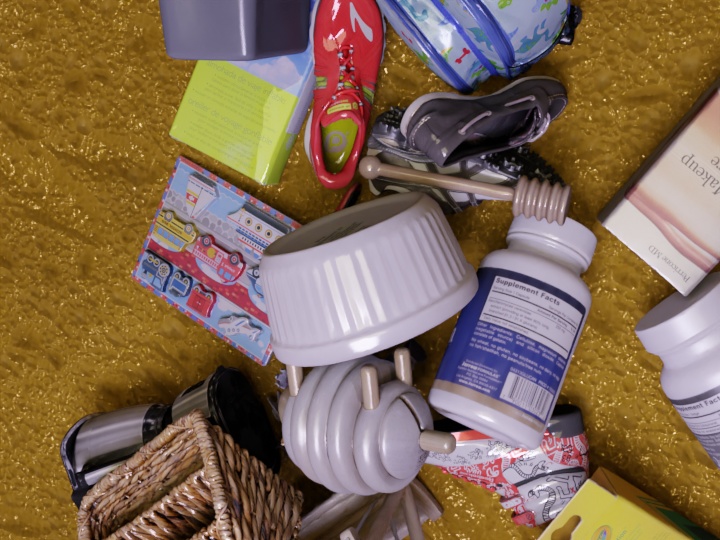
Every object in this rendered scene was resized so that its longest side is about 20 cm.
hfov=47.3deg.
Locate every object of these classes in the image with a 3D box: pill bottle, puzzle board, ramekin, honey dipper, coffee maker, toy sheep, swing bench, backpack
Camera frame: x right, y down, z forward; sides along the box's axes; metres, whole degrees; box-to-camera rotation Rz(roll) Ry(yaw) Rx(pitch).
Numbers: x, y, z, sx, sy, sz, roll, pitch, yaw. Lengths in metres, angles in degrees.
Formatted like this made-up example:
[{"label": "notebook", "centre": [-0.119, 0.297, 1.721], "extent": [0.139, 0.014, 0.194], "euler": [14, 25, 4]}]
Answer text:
[{"label": "pill bottle", "centre": [0.342, 0.109, 0.731], "extent": [0.115, 0.116, 0.201], "euler": [-36, 86, 16]}, {"label": "puzzle board", "centre": [-0.150, -0.013, 0.882], "extent": [0.198, 0.017, 0.153], "euler": [30, 104, 20]}, {"label": "ramekin", "centre": [0.000, 0.000, 0.741], "extent": [0.199, 0.203, 0.096], "euler": [-16, 103, 16]}, {"label": "pill bottle", "centre": [0.146, 0.051, 0.758], "extent": [0.110, 0.111, 0.202], "euler": [21, 78, 11]}, {"label": "honey dipper", "centre": [0.090, -0.080, 0.748], "extent": [0.197, 0.038, 0.039], "euler": [14, 100, 17]}, {"label": "coffee maker", "centre": [-0.191, 0.219, 0.894], "extent": [0.197, 0.135, 0.194], "euler": [-18, 118, 17]}, {"label": "toy sheep", "centre": [0.000, 0.137, 0.747], "extent": [0.198, 0.137, 0.141], "euler": [5, 99, 44]}, {"label": "swing bench", "centre": [-0.027, 0.303, 0.802], "extent": [0.198, 0.201, 0.130], "euler": [-39, 107, 15]}, {"label": "backpack", "centre": [0.092, -0.248, 0.707], "extent": [0.147, 0.200, 0.184], "euler": [-40, 86, 10]}]

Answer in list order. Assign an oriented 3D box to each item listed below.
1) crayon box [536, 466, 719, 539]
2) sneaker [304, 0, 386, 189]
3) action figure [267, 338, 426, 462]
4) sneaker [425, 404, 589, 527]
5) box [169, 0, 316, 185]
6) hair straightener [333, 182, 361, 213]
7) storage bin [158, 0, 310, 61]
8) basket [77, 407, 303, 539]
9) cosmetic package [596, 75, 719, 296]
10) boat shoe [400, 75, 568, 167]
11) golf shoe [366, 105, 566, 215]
[{"label": "crayon box", "centre": [0.246, 0.274, 0.776], "extent": [0.199, 0.051, 0.128], "euler": [33, 104, -14]}, {"label": "sneaker", "centre": [-0.012, -0.172, 0.785], "extent": [0.076, 0.085, 0.203], "euler": [1, 119, -7]}, {"label": "action figure", "centre": [-0.024, 0.134, 0.858], "extent": [0.130, 0.069, 0.200], "euler": [41, 109, -2]}, {"label": "sneaker", "centre": [0.130, 0.203, 0.824], "extent": [0.198, 0.067, 0.110], "euler": [-10, 91, 13]}, {"label": "box", "centre": [-0.105, -0.206, 0.849], "extent": [0.121, 0.048, 0.202], "euler": [27, 101, 9]}, {"label": "hair straightener", "centre": [-0.027, 0.013, 0.856], "extent": [0.076, 0.041, 0.202], "euler": [34, 100, 8]}, {"label": "storage bin", "centre": [-0.116, -0.259, 0.729], "extent": [0.143, 0.200, 0.137], "euler": [5, 107, 13]}, {"label": "basket", "centre": [-0.171, 0.256, 0.751], "extent": [0.199, 0.144, 0.149], "euler": [-36, 114, 24]}, {"label": "cosmetic package", "centre": [0.314, -0.088, 0.730], "extent": [0.103, 0.087, 0.201], "euler": [39, 105, 6]}, {"label": "boat shoe", "centre": [0.123, -0.127, 0.732], "extent": [0.057, 0.198, 0.067], "euler": [54, 140, 26]}, {"label": "golf shoe", "centre": [0.099, -0.088, 0.805], "extent": [0.197, 0.078, 0.096], "euler": [21, 120, 13]}]
